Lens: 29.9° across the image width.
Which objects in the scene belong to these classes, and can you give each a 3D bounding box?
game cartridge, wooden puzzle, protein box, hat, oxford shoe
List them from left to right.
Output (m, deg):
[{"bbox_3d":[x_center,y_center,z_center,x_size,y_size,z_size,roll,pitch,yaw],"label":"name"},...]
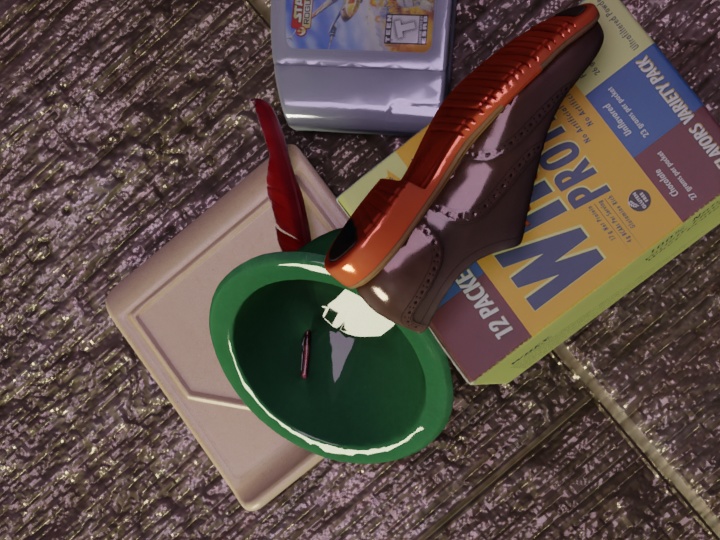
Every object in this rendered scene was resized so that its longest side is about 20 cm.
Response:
[{"bbox_3d":[-0.062,0.039,0.964,0.185,0.037,0.200,-39,74,7],"label":"wooden puzzle"},{"bbox_3d":[0.000,0.000,0.919,0.165,0.176,0.201,-6,124,26],"label":"hat"},{"bbox_3d":[0.003,-0.197,0.959,0.132,0.042,0.202,4,83,7],"label":"game cartridge"},{"bbox_3d":[0.069,-0.056,0.728,0.072,0.071,0.200,41,92,-15],"label":"oxford shoe"},{"bbox_3d":[0.118,-0.040,0.842,0.198,0.200,0.135,-38,79,7],"label":"protein box"}]
